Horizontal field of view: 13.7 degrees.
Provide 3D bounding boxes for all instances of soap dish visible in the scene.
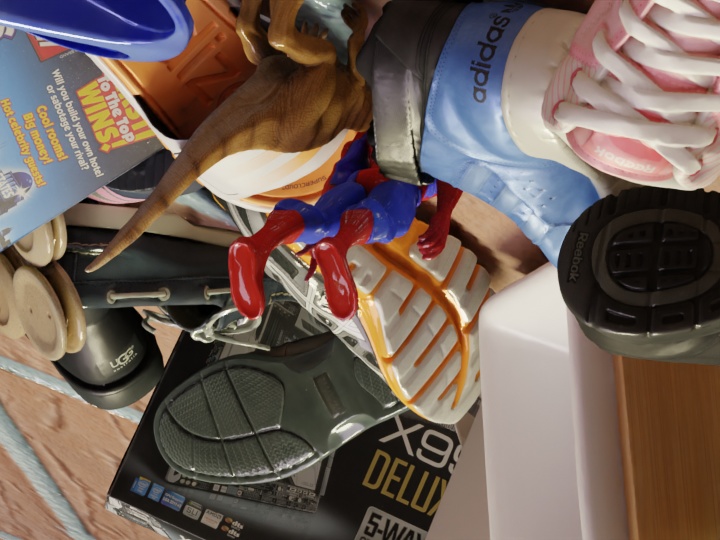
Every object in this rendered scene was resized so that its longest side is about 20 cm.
[{"bbox_3d":[0.118,0.094,1.426,0.081,0.201,0.157,-1,169,-16],"label":"soap dish"}]

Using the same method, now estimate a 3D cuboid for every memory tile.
[{"bbox_3d":[-0.204,-0.043,1.525,0.200,0.017,0.154,23,128,52],"label":"memory tile"}]

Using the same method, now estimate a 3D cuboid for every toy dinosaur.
[{"bbox_3d":[-0.033,-0.071,1.224,0.060,0.107,0.200,8,-162,33],"label":"toy dinosaur"}]

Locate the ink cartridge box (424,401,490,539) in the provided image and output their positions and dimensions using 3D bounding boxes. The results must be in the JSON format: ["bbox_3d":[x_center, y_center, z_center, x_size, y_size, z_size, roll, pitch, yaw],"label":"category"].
[{"bbox_3d":[0.143,0.130,1.600,0.199,0.126,0.128,8,157,43],"label":"ink cartridge box"}]

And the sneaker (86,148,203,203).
[{"bbox_3d":[-0.108,-0.066,1.478,0.082,0.071,0.200,17,176,-37],"label":"sneaker"}]

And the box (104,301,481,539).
[{"bbox_3d":[-0.023,0.103,1.697,0.199,0.158,0.050,25,164,-1],"label":"box"}]

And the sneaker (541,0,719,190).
[{"bbox_3d":[0.117,-0.085,1.007,0.075,0.105,0.200,27,163,-1],"label":"sneaker"}]

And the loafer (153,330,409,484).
[{"bbox_3d":[-0.019,0.065,1.617,0.199,0.072,0.063,-21,179,31],"label":"loafer"}]

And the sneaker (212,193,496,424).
[{"bbox_3d":[0.000,0.000,1.491,0.077,0.078,0.200,9,144,48],"label":"sneaker"}]

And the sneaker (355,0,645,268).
[{"bbox_3d":[0.065,-0.051,1.233,0.111,0.077,0.200,16,163,29],"label":"sneaker"}]

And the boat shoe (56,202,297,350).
[{"bbox_3d":[-0.087,0.006,1.569,0.075,0.062,0.200,6,177,35],"label":"boat shoe"}]

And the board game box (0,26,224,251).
[{"bbox_3d":[-0.170,-0.093,1.331,0.062,0.199,0.201,-114,3,-50],"label":"board game box"}]

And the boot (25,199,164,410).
[{"bbox_3d":[-0.192,-0.031,1.658,0.200,0.076,0.169,43,161,38],"label":"boot"}]

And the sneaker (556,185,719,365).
[{"bbox_3d":[0.178,0.003,1.188,0.199,0.076,0.091,1,162,4],"label":"sneaker"}]

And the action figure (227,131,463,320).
[{"bbox_3d":[0.006,-0.027,1.269,0.065,0.200,0.052,-5,110,24],"label":"action figure"}]

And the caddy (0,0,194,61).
[{"bbox_3d":[-0.147,-0.152,1.165,0.199,0.105,0.141,30,162,-18],"label":"caddy"}]

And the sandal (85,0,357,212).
[{"bbox_3d":[-0.065,-0.081,1.297,0.206,0.079,0.059,39,-175,-37],"label":"sandal"}]
